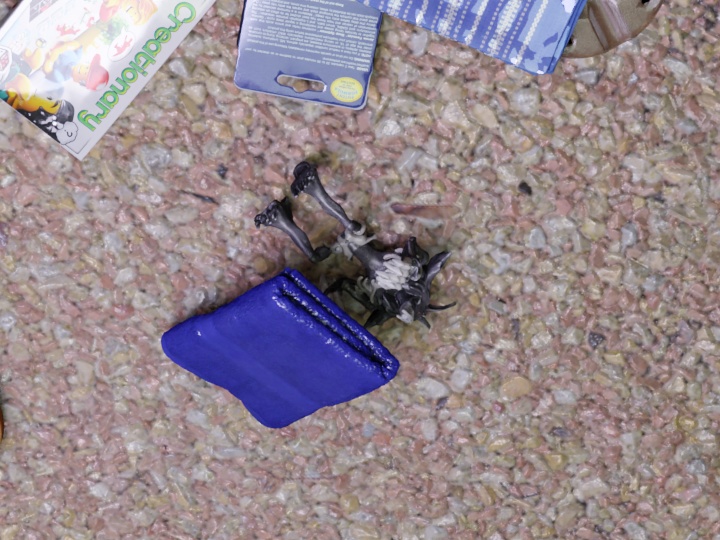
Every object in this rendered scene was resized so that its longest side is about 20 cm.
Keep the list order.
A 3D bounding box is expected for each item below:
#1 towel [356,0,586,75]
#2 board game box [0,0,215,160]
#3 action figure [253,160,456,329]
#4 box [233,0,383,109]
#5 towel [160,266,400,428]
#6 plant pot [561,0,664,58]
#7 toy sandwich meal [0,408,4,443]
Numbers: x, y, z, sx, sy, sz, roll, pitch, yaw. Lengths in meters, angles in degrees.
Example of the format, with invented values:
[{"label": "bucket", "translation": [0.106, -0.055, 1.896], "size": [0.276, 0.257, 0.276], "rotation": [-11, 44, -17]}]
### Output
[{"label": "towel", "translation": [0.083, -0.237, 1.437], "size": [0.198, 0.024, 0.146], "rotation": [19, 111, -18]}, {"label": "board game box", "translation": [-0.225, -0.207, 1.652], "size": [0.126, 0.035, 0.200], "rotation": [37, 107, -18]}, {"label": "action figure", "translation": [0.000, 0.000, 1.722], "size": [0.200, 0.102, 0.119], "rotation": [39, 121, -18]}, {"label": "box", "translation": [-0.036, -0.243, 1.648], "size": [0.120, 0.032, 0.202], "rotation": [9, 111, -7]}, {"label": "towel", "translation": [-0.071, 0.069, 1.723], "size": [0.147, 0.050, 0.199], "rotation": [36, 147, -21]}, {"label": "plant pot", "translation": [0.161, -0.270, 1.559], "size": [0.198, 0.199, 0.202], "rotation": [-2, 115, -3]}, {"label": "toy sandwich meal", "translation": [-0.423, 0.157, 1.772], "size": [0.203, 0.070, 0.207], "rotation": [-5, 119, -8]}]
